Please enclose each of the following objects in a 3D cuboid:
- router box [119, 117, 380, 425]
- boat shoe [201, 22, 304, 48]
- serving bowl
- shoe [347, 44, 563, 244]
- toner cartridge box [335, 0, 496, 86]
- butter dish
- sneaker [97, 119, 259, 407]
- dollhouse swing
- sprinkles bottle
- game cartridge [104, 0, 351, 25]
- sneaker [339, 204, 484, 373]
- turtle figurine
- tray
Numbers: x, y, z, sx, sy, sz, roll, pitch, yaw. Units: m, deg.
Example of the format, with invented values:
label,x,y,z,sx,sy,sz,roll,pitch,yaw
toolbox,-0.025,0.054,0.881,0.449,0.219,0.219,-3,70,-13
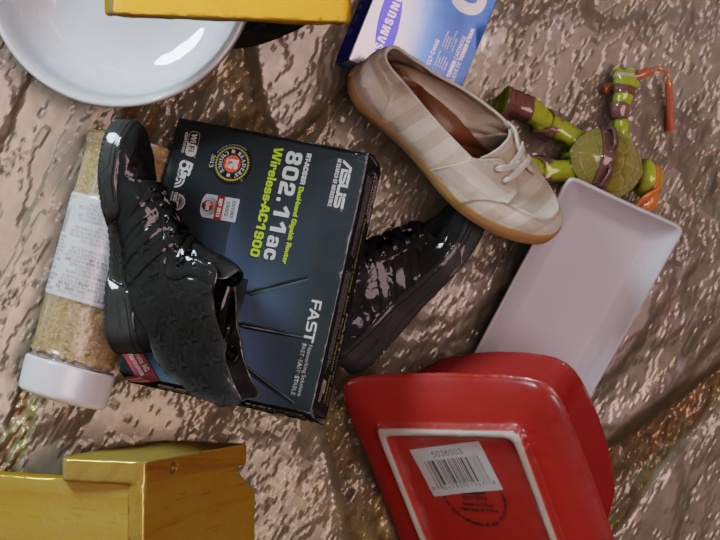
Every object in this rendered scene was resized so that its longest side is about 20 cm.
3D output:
label,x,y,z,sx,sy,sz,roll,pitch,yaw
router box,-0.079,0.000,1.493,0.149,0.062,0.201,11,82,11
boat shoe,-0.041,-0.246,1.541,0.200,0.076,0.074,-35,61,0
serving bowl,-0.170,-0.216,1.488,0.199,0.066,0.201,0,88,5
shoe,0.078,-0.094,1.524,0.200,0.053,0.070,39,49,-7
toner cartridge box,0.063,-0.235,1.583,0.095,0.043,0.201,23,86,-15
butter dish,0.117,0.134,1.561,0.148,0.199,0.200,-46,123,-43
sneaker,-0.127,-0.006,1.433,0.104,0.060,0.201,1,94,18
dollhouse swing,-0.202,0.231,1.529,0.181,0.175,0.201,-4,94,-58
sprinkles bottle,-0.195,-0.001,1.502,0.068,0.068,0.201,15,88,-17
game cartridge,-0.090,-0.275,1.419,0.175,0.032,0.201,1,94,-17
sneaker,0.000,-0.001,1.554,0.104,0.060,0.200,40,93,-15
turtle figurine,0.178,-0.078,1.614,0.160,0.064,0.201,13,89,-17
tray,0.162,0.029,1.609,0.107,0.022,0.201,23,106,-17
